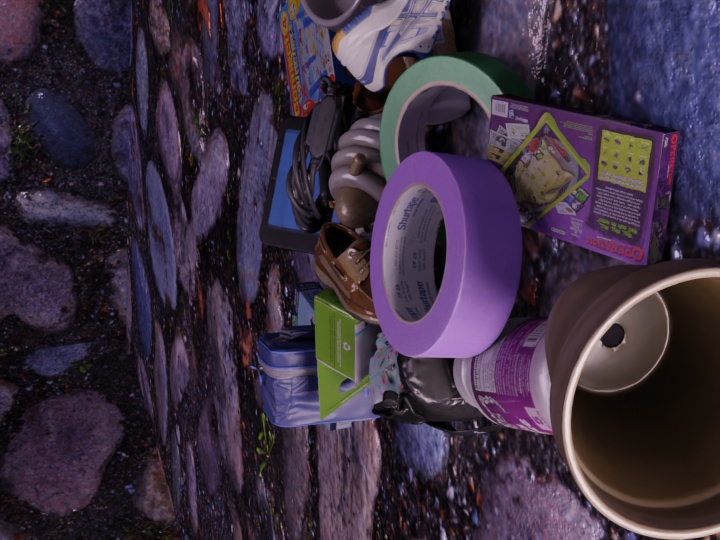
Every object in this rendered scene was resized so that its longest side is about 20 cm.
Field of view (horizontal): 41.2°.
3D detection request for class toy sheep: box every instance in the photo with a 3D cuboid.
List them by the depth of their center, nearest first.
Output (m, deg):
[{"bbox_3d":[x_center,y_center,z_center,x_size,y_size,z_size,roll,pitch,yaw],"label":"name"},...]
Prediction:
[{"bbox_3d":[0.028,-0.133,1.188,0.137,0.201,0.138,27,153,15],"label":"toy sheep"}]

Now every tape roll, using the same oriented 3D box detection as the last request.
[{"bbox_3d":[0.080,-0.015,0.957,0.200,0.065,0.203,-16,73,63],"label":"tape roll"},{"bbox_3d":[0.106,-0.130,1.029,0.199,0.048,0.203,18,116,41],"label":"tape roll"}]

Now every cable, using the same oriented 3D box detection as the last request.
[{"bbox_3d":[-0.051,-0.148,1.249,0.163,0.050,0.203,-13,-66,-83],"label":"cable"}]

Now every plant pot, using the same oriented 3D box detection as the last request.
[{"bbox_3d":[0.225,0.073,0.744,0.174,0.197,0.203,-114,23,-73],"label":"plant pot"}]

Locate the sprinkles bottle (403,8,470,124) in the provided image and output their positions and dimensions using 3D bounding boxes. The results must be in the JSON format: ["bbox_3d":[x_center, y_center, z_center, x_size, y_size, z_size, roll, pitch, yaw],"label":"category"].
[{"bbox_3d":[0.077,-0.276,1.123,0.068,0.067,0.203,146,115,-65],"label":"sprinkles bottle"}]

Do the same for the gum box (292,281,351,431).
[{"bbox_3d":[-0.064,0.140,1.609,0.200,0.044,0.172,-133,42,-54],"label":"gum box"}]

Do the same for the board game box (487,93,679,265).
[{"bbox_3d":[0.195,-0.087,0.879,0.199,0.032,0.122,26,117,47],"label":"board game box"}]

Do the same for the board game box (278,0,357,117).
[{"bbox_3d":[-0.058,-0.332,1.451,0.195,0.055,0.203,160,103,-67],"label":"board game box"}]

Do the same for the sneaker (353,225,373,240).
[{"bbox_3d":[0.017,-0.062,1.329,0.200,0.075,0.081,126,143,-56],"label":"sneaker"}]

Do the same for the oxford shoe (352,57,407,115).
[{"bbox_3d":[0.023,-0.252,1.239,0.200,0.070,0.072,170,112,-68],"label":"oxford shoe"}]

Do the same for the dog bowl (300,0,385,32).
[{"bbox_3d":[-0.015,-0.408,1.260,0.199,0.058,0.203,6,98,53],"label":"dog bowl"}]

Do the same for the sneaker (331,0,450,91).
[{"bbox_3d":[0.066,-0.281,1.065,0.088,0.199,0.075,51,-173,-5],"label":"sneaker"}]

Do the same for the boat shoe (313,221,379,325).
[{"bbox_3d":[0.000,0.000,1.148,0.200,0.075,0.075,34,136,49],"label":"boat shoe"}]

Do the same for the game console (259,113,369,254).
[{"bbox_3d":[-0.068,-0.127,1.380,0.171,0.117,0.203,-179,99,-80],"label":"game console"}]

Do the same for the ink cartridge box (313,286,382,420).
[{"bbox_3d":[0.016,0.099,1.258,0.075,0.147,0.202,24,130,35],"label":"ink cartridge box"}]

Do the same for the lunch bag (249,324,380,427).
[{"bbox_3d":[-0.065,0.145,1.412,0.136,0.197,0.134,-158,66,-70],"label":"lunch bag"}]

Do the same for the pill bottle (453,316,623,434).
[{"bbox_3d":[0.172,0.102,0.939,0.200,0.111,0.114,170,93,-68],"label":"pill bottle"}]

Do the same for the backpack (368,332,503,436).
[{"bbox_3d":[0.087,0.122,1.125,0.200,0.165,0.128,149,132,-69],"label":"backpack"}]
